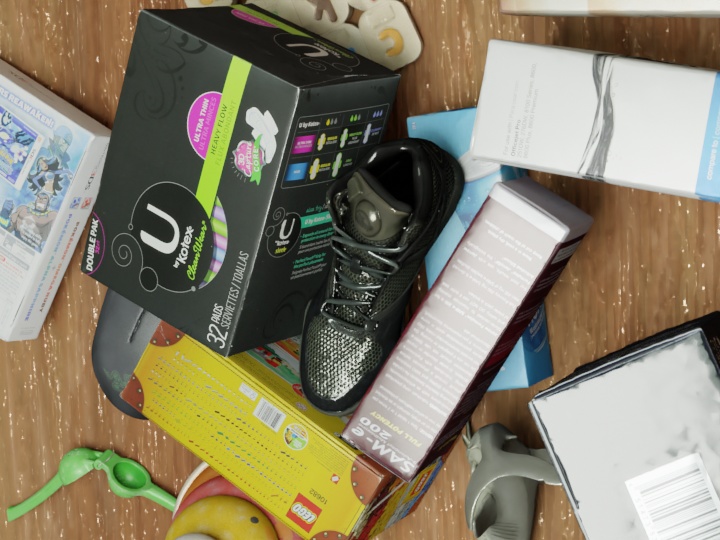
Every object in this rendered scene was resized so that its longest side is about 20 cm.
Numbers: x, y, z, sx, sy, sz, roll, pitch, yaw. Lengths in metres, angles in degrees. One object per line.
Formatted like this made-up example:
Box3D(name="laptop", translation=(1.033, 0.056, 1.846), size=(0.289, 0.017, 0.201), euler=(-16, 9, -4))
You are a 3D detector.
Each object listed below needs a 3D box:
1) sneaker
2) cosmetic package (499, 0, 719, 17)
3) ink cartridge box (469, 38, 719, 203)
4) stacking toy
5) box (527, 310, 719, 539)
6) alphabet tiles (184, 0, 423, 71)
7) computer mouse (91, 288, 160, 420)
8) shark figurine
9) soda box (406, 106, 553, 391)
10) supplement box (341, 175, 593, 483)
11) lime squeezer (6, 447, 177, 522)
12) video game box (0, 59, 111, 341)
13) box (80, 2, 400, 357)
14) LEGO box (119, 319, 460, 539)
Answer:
Box3D(name="sneaker", translation=(0.000, 0.000, 1.249), size=(0.076, 0.114, 0.200), euler=(26, 91, 20))
Box3D(name="cosmetic package", translation=(0.201, -0.212, 1.243), size=(0.200, 0.103, 0.087), euler=(3, 98, 24))
Box3D(name="ink cartridge box", translation=(0.190, -0.098, 1.234), size=(0.200, 0.145, 0.084), euler=(11, 98, 20))
Box3D(name="stacking toy", translation=(-0.095, 0.208, 1.345), size=(0.146, 0.200, 0.147), euler=(1, 93, 14))
Box3D(name="box", translation=(0.214, 0.143, 1.212), size=(0.124, 0.197, 0.200), euler=(-24, 86, 12))
Box3D(name="alphabet tiles", translation=(-0.040, -0.225, 1.382), size=(0.200, 0.015, 0.196), euler=(-24, 92, 22))
Box3D(name="computer mouse", translation=(-0.162, 0.023, 1.440), size=(0.138, 0.053, 0.200), euler=(21, 102, 18))
Box3D(name="shark figurine", translation=(0.114, 0.138, 1.294), size=(0.089, 0.215, 0.128), euler=(-6, 64, 2))
Box3D(name="soda box", translation=(0.086, -0.016, 1.329), size=(0.068, 0.064, 0.201), euler=(-6, 93, 23))
Box3D(name="supplement box", translation=(0.073, 0.037, 1.245), size=(0.061, 0.109, 0.200), euler=(33, 102, 11))
Box3D(name="lime squeezer", translation=(-0.201, 0.178, 1.479), size=(0.200, 0.038, 0.071), euler=(3, 96, 21))
Box3D(name="video game box", translation=(-0.303, -0.071, 1.480), size=(0.200, 0.047, 0.182), euler=(33, 108, 25))
Box3D(name="box", translation=(-0.085, -0.067, 1.297), size=(0.148, 0.124, 0.200), euler=(28, 114, 29))
Box3D(name="LEGO box", translation=(-0.049, 0.105, 1.348), size=(0.200, 0.149, 0.077), euler=(36, 110, 16))
